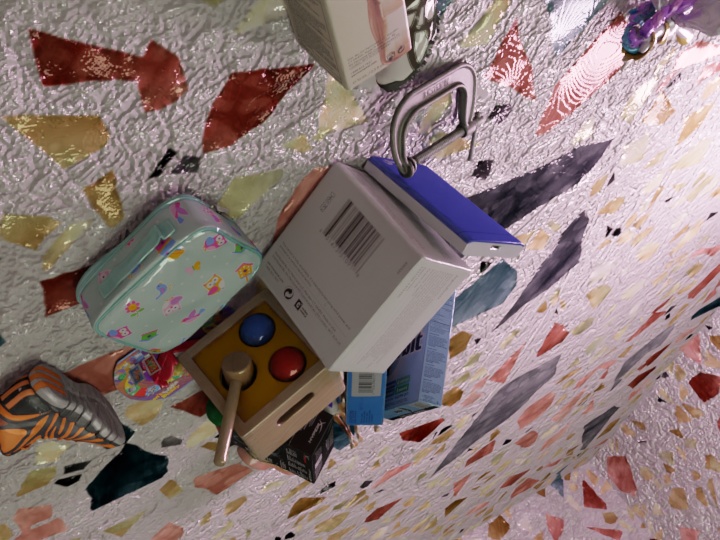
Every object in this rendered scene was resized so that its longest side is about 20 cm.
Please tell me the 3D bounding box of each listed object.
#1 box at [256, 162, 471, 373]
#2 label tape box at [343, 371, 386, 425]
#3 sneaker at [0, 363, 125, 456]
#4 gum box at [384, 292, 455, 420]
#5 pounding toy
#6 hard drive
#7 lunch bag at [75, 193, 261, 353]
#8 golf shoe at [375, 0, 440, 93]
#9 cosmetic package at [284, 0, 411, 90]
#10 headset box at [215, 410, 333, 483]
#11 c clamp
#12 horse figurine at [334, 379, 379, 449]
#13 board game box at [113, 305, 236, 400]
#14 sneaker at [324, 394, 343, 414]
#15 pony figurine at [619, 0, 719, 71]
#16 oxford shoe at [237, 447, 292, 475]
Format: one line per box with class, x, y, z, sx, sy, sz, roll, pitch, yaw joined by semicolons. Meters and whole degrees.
box;0.000;0.000;1.065;0.200;0.199;0.131;-51;147;18
label tape box;0.003;0.125;1.282;0.063;0.200;0.144;0;131;-3
sneaker;-0.401;0.198;1.041;0.112;0.078;0.200;-34;140;1
gum box;0.085;0.130;1.286;0.044;0.200;0.170;18;158;-18
pounding toy;-0.144;0.153;1.071;0.200;0.184;0.142;-39;151;-14
hard drive;0.111;-0.085;1.069;0.132;0.200;0.025;1;125;-48
lunch bag;-0.225;0.002;0.947;0.200;0.077;0.160;-43;149;7
golf shoe;0.046;-0.290;0.863;0.094;0.078;0.200;7;128;-29
cosmetic package;-0.023;-0.283;0.750;0.087;0.103;0.200;-35;152;-9
headset box;-0.145;0.242;1.260;0.077;0.200;0.149;-59;165;-28
c clamp;0.106;-0.185;1.059;0.200;0.027;0.171;-31;140;-36
horse figurine;-0.030;0.238;1.378;0.050;0.133;0.200;-26;168;-23
board game box;-0.247;0.133;1.139;0.200;0.039;0.158;-35;150;-6
sneaker;-0.070;0.153;1.254;0.080;0.147;0.200;-27;149;-20
pony figurine;0.454;-0.377;1.124;0.200;0.167;0.193;-33;162;-42
oxford shoe;-0.142;0.337;1.511;0.074;0.071;0.200;-49;149;13
